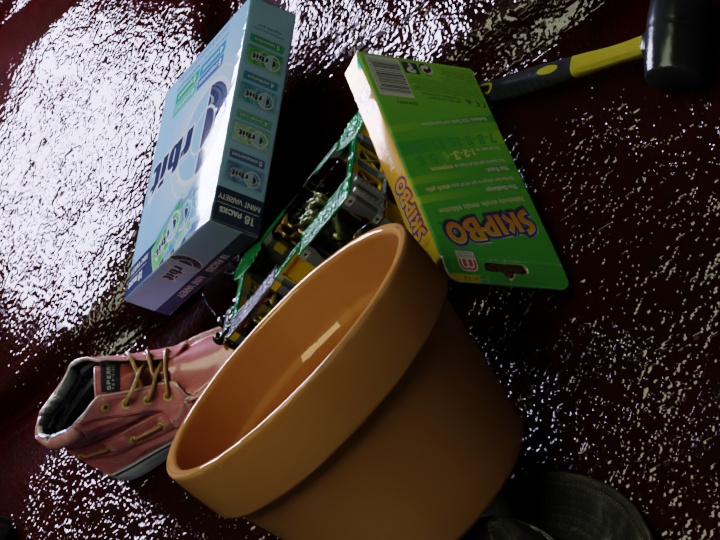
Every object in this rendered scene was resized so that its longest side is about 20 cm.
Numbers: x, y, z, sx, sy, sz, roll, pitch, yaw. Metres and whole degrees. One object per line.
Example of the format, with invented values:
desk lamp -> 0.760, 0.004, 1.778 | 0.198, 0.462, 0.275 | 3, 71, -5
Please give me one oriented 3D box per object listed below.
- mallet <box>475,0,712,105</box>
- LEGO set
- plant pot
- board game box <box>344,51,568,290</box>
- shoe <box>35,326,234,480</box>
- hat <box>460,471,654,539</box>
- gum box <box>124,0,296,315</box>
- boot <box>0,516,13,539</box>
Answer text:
mallet -> 0.147, -0.127, 1.042 | 0.199, 0.041, 0.066 | -21, 58, 44
LEGO set -> 0.000, 0.000, 1.092 | 0.200, 0.116, 0.154 | -52, 17, 19
plant pot -> 0.002, 0.091, 0.939 | 0.200, 0.140, 0.200 | -44, 12, 12
board game box -> 0.062, -0.062, 1.035 | 0.030, 0.095, 0.201 | -59, 40, 38
shoe -> -0.156, 0.089, 1.194 | 0.200, 0.091, 0.072 | -36, 47, 28
hat -> 0.077, 0.203, 0.897 | 0.200, 0.081, 0.202 | -22, 55, 36
gum box -> -0.119, -0.087, 1.239 | 0.170, 0.044, 0.201 | -35, 41, 53
boot -> -0.383, 0.280, 1.347 | 0.199, 0.069, 0.175 | 2, 70, 44
